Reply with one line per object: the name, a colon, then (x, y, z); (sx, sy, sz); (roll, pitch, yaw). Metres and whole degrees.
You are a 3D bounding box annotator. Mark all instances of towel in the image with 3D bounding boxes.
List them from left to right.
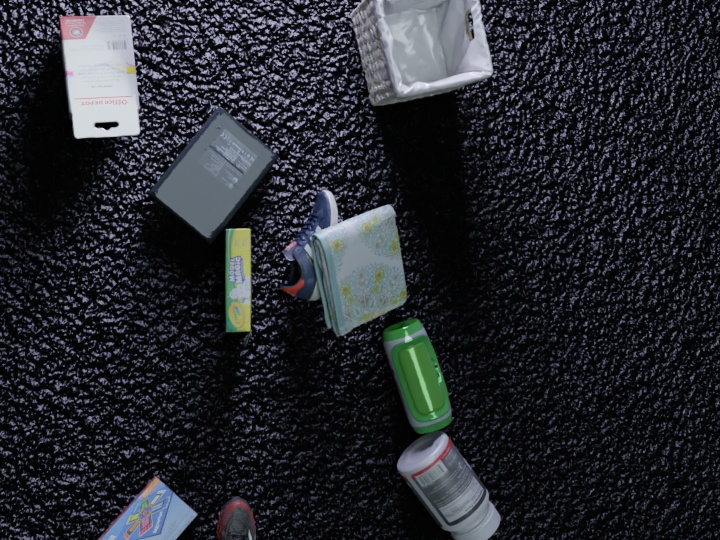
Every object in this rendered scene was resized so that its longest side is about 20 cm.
towel: (0.000, 0.000, 1.757); (0.171, 0.048, 0.201); (-25, 117, -33)

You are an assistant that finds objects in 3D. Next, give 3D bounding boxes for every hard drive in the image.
hard drive: (-0.258, -0.167, 1.719); (0.139, 0.033, 0.200); (40, 78, -14)

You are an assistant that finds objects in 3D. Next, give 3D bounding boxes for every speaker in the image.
speaker: (0.105, 0.196, 1.814); (0.088, 0.088, 0.201); (-20, 96, -17)

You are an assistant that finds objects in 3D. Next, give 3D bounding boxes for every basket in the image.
basket: (0.108, -0.416, 1.773); (0.199, 0.161, 0.200); (-15, 95, -17)

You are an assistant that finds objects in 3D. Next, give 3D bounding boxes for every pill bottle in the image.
pill bottle: (0.167, 0.409, 1.819); (0.114, 0.114, 0.200); (-39, 102, -14)

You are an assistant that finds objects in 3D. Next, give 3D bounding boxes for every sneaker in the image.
sneaker: (-0.214, 0.501, 1.702); (0.070, 0.098, 0.202); (5, 87, -16)
sneaker: (-0.098, -0.049, 1.750); (0.084, 0.075, 0.201); (10, 87, -22)

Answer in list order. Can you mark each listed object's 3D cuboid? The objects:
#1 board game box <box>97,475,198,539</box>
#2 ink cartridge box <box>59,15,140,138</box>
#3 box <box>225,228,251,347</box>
board game box: (-0.386, 0.465, 1.686); (0.103, 0.019, 0.200); (46, 77, -15)
ink cartridge box: (-0.437, -0.320, 1.642); (0.116, 0.067, 0.201); (-5, 90, -18)
box: (-0.211, 0.030, 1.691); (0.048, 0.117, 0.202); (-2, 90, -6)
